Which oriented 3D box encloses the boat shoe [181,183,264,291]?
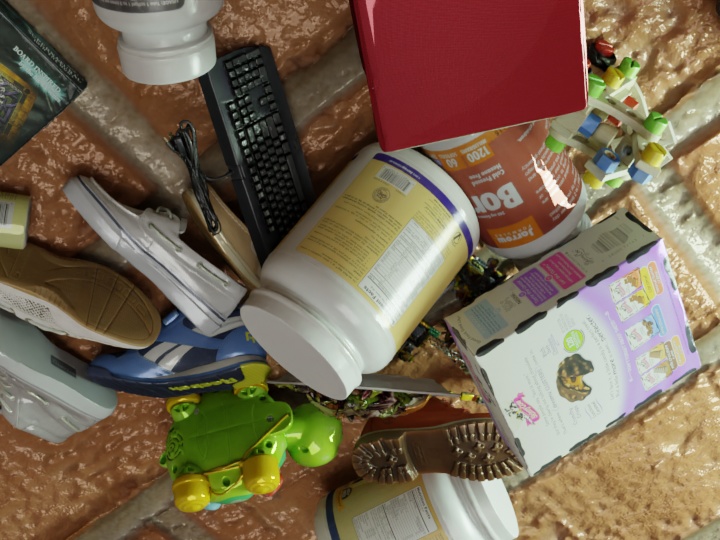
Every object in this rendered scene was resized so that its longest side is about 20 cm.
[{"bbox_3d":[-0.094,-0.018,1.057,0.069,0.074,0.201,-42,119,-7],"label":"boat shoe"}]

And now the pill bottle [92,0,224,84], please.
[{"bbox_3d":[-0.166,-0.258,0.863,0.109,0.111,0.202,-5,123,-3],"label":"pill bottle"}]

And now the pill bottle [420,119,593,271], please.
[{"bbox_3d":[0.141,-0.085,1.006,0.111,0.113,0.201,-30,120,13],"label":"pill bottle"}]

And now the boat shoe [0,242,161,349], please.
[{"bbox_3d":[-0.293,0.029,1.063,0.198,0.071,0.069,26,140,-9],"label":"boat shoe"}]

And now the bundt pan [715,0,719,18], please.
[{"bbox_3d":[0.404,-0.254,0.948,0.199,0.076,0.204,-2,123,-4],"label":"bundt pan"}]

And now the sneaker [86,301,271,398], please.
[{"bbox_3d":[-0.185,0.082,1.107,0.197,0.083,0.074,-8,161,12],"label":"sneaker"}]

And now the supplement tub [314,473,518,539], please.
[{"bbox_3d":[0.063,0.282,1.214,0.198,0.145,0.145,-28,122,11],"label":"supplement tub"}]

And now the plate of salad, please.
[{"bbox_3d":[0.002,0.128,1.086,0.197,0.200,0.049,6,84,-10],"label":"plate of salad"}]

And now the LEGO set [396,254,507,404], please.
[{"bbox_3d":[0.131,0.078,1.106,0.153,0.116,0.200,-40,118,19],"label":"LEGO set"}]

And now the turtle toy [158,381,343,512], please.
[{"bbox_3d":[-0.117,0.184,1.147,0.197,0.147,0.101,-13,145,3],"label":"turtle toy"}]

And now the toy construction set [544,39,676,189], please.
[{"bbox_3d":[0.229,-0.135,0.961,0.131,0.200,0.093,40,112,14],"label":"toy construction set"}]

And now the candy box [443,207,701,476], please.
[{"bbox_3d":[0.200,0.068,1.004,0.199,0.072,0.169,-31,125,-5],"label":"candy box"}]

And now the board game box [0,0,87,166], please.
[{"bbox_3d":[-0.355,-0.189,0.935,0.135,0.028,0.200,-35,119,15],"label":"board game box"}]

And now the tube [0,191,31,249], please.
[{"bbox_3d":[-0.407,-0.058,0.995,0.197,0.058,0.053,8,97,-16],"label":"tube"}]

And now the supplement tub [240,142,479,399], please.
[{"bbox_3d":[0.000,0.000,0.978,0.200,0.145,0.146,-50,122,-20],"label":"supplement tub"}]

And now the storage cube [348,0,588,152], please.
[{"bbox_3d":[0.078,-0.227,0.874,0.197,0.172,0.181,-11,124,1],"label":"storage cube"}]

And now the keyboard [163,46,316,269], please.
[{"bbox_3d":[-0.104,-0.092,0.977,0.126,0.021,0.202,-30,115,-27],"label":"keyboard"}]

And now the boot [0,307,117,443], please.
[{"bbox_3d":[-0.348,0.112,1.098,0.095,0.074,0.200,-34,127,16],"label":"boot"}]

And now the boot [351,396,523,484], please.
[{"bbox_3d":[0.095,0.166,1.153,0.197,0.108,0.076,-4,117,15],"label":"boot"}]

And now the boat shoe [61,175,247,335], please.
[{"bbox_3d":[-0.192,-0.028,1.034,0.067,0.074,0.200,-45,109,-4],"label":"boat shoe"}]
